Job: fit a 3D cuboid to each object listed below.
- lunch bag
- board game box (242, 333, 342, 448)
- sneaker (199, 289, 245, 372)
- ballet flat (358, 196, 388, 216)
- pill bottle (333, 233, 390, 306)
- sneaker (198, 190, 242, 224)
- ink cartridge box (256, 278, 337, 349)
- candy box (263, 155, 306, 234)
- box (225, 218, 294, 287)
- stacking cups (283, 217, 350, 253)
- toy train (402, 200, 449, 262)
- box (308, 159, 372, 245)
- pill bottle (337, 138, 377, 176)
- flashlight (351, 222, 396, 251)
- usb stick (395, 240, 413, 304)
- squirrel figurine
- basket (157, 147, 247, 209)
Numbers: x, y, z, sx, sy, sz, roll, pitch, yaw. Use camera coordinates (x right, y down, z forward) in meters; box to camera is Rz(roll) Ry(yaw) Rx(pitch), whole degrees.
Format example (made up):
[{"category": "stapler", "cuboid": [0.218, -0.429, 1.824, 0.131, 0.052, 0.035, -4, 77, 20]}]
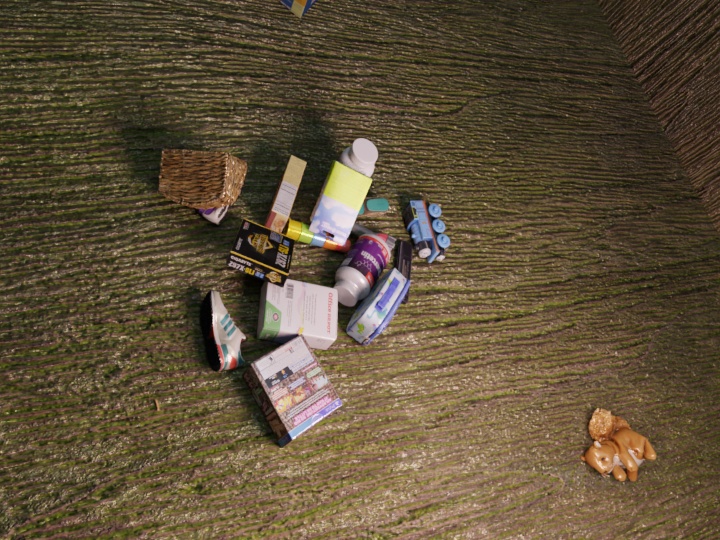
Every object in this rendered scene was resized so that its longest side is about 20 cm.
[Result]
[{"category": "lunch bag", "cuboid": [0.050, 0.098, 1.581, 0.082, 0.161, 0.202, 37, 54, -2]}, {"category": "board game box", "cuboid": [-0.167, 0.291, 1.415, 0.157, 0.097, 0.204, -25, 78, -33]}, {"category": "sneaker", "cuboid": [-0.335, 0.148, 1.433, 0.091, 0.070, 0.206, 6, 59, -43]}, {"category": "ballet flat", "cuboid": [-0.002, -0.189, 1.751, 0.195, 0.064, 0.073, 3, 75, -38]}, {"category": "pill bottle", "cuboid": [0.000, 0.000, 1.635, 0.111, 0.113, 0.202, 36, 55, -4]}, {"category": "sneaker", "cuboid": [-0.376, -0.222, 1.587, 0.081, 0.081, 0.203, 24, 54, 1]}, {"category": "ink cartridge box", "cuboid": [-0.163, 0.112, 1.515, 0.193, 0.084, 0.150, 12, 60, -20]}, {"category": "candy box", "cuboid": [-0.214, -0.207, 1.632, 0.054, 0.116, 0.205, 21, 58, -13]}, {"category": "box", "cuboid": [-0.255, -0.049, 1.514, 0.155, 0.050, 0.202, 24, 25, -13]}, {"category": "stacking cups", "cuboid": [-0.120, -0.097, 1.656, 0.194, 0.061, 0.062, 14, 59, -19]}, {"category": "toy train", "cuboid": [0.205, -0.124, 1.819, 0.110, 0.087, 0.206, -3, 65, -20]}, {"category": "box", "cuboid": [-0.060, -0.189, 1.633, 0.119, 0.048, 0.205, 21, 100, -16]}, {"category": "pill bottle", "cuboid": [-0.024, -0.294, 1.718, 0.105, 0.200, 0.112, 11, 59, -19]}, {"category": "flashlight", "cuboid": [0.010, -0.111, 1.730, 0.195, 0.068, 0.069, 28, 48, -4]}, {"category": "usb stick", "cuboid": [0.128, 0.003, 1.747, 0.054, 0.032, 0.206, 22, 57, -24]}, {"category": "squirrel figurine", "cuboid": [0.746, 0.526, 1.747, 0.180, 0.144, 0.205, -1, 51, -15]}, {"category": "basket", "cuboid": [-0.412, -0.234, 1.532, 0.192, 0.149, 0.149, 5, 92, 9]}]
